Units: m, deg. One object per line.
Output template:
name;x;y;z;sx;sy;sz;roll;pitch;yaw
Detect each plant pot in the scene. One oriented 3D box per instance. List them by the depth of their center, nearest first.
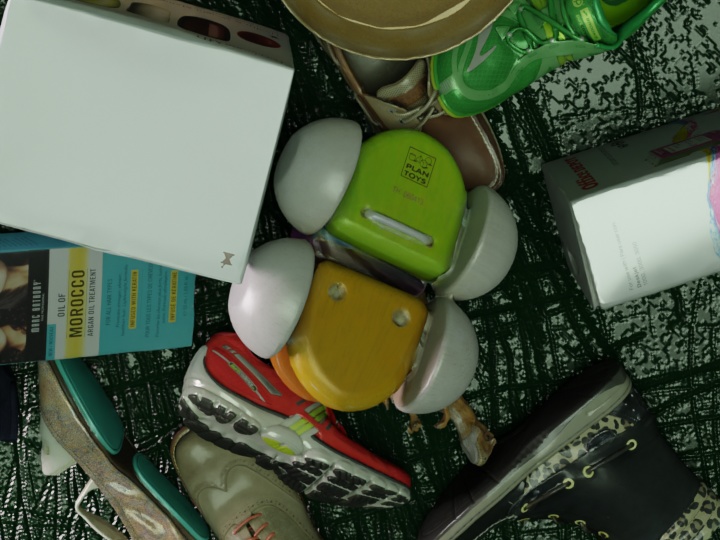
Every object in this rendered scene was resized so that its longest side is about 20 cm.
plant pot;0.025;-0.243;1.402;0.198;0.027;0.202;-3;105;-10

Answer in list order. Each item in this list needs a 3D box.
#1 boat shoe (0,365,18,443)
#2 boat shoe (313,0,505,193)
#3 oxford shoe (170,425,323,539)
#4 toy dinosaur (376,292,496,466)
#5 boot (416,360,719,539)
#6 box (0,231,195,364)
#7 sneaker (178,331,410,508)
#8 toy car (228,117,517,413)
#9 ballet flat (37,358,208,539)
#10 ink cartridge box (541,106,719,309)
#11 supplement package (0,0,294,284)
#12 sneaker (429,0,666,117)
boat shoe;-0.304;0.044;1.502;0.074;0.092;0.202;-17;78;31
boat shoe;0.030;-0.126;1.476;0.076;0.072;0.200;-41;102;6
oxford shoe;-0.067;0.194;1.540;0.070;0.075;0.200;-40;101;6
toy dinosaur;0.042;0.050;1.534;0.106;0.060;0.202;-21;101;-31
boot;0.158;0.184;1.554;0.203;0.074;0.154;-41;105;7
box;-0.213;0.017;1.459;0.198;0.049;0.083;-5;106;-33
sneaker;-0.036;0.108;1.526;0.199;0.077;0.086;33;60;-22
toy car;0.000;0.000;1.457;0.174;0.150;0.202;23;80;-16
ballet flat;-0.192;0.144;1.528;0.067;0.068;0.201;-33;101;11
ink cartridge box;0.237;-0.054;1.467;0.198;0.145;0.085;-19;103;1
supplement package;-0.152;-0.103;1.405;0.189;0.200;0.149;14;102;-7
sneaker;0.133;-0.174;1.446;0.199;0.083;0.075;-31;98;-15
